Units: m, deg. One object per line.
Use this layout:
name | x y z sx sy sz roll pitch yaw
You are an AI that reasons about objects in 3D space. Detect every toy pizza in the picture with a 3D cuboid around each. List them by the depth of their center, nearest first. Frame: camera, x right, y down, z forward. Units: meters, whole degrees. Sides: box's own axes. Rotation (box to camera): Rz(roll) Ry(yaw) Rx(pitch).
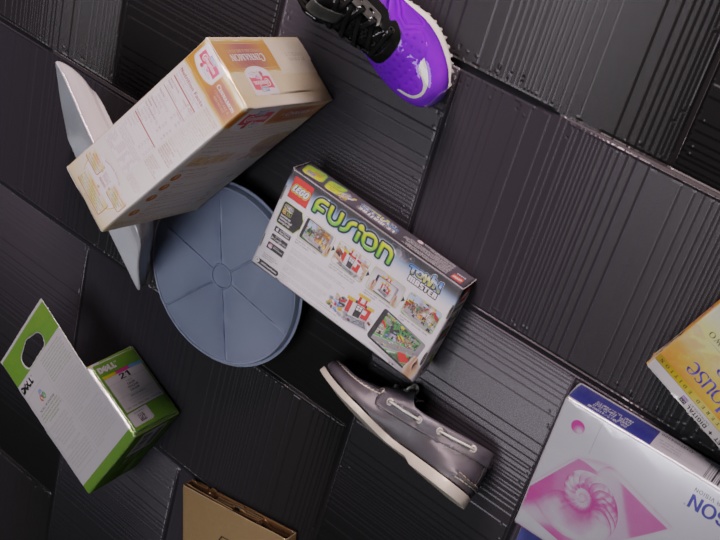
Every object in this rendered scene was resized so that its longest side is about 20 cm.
toy pizza | -0.137 0.002 1.128 0.197 0.032 0.204 11 111 30

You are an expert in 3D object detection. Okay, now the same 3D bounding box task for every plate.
plate | -0.262 -0.096 1.130 0.202 0.032 0.200 63 162 10

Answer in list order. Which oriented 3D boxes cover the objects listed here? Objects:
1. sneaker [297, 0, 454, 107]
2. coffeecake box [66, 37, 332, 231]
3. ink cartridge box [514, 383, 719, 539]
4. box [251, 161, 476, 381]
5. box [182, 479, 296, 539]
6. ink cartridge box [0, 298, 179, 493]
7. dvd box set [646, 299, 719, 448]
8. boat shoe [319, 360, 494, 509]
sneaker | -0.005 -0.218 0.906 0.069 0.099 0.202 -37 83 41
coffeecake box | -0.146 -0.127 0.991 0.199 0.153 0.074 -34 84 28
ink cartridge box | 0.235 0.231 0.933 0.195 0.043 0.203 29 120 24
box | 0.000 0.000 1.007 0.199 0.035 0.111 36 118 15
box | -0.147 0.366 1.276 0.162 0.021 0.203 18 116 31
ink cartridge box | -0.329 0.141 1.296 0.201 0.075 0.148 52 129 11
dvd box set | 0.333 0.065 0.806 0.147 0.029 0.200 50 128 11
boat shoe | 0.044 0.144 1.045 0.199 0.073 0.063 39 83 25
